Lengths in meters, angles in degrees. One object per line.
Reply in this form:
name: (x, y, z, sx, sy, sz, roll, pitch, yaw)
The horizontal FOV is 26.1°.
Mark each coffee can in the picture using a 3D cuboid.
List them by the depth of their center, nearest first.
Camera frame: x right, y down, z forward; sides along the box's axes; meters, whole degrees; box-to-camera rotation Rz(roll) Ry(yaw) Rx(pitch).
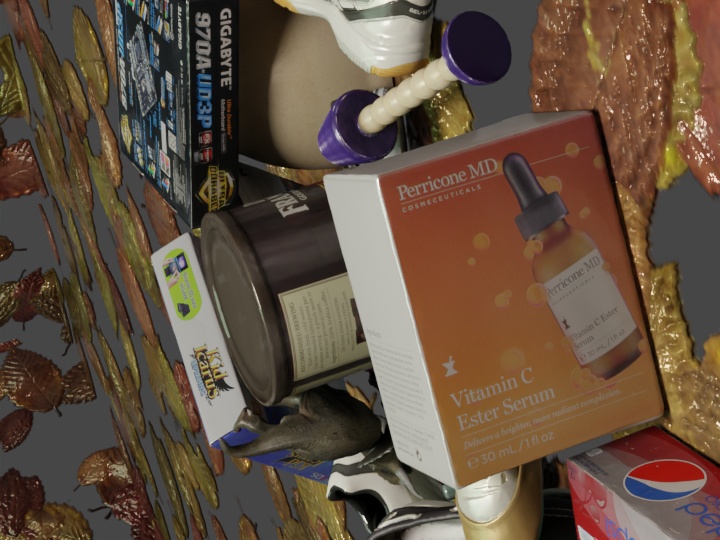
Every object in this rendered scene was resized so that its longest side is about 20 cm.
coffee can: (0.000, 0.000, 1.145, 0.146, 0.200, 0.147, 162, 90, -72)

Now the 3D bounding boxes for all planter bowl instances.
planter bowl: (-0.072, -0.171, 1.311, 0.200, 0.135, 0.200, 162, 90, -72)

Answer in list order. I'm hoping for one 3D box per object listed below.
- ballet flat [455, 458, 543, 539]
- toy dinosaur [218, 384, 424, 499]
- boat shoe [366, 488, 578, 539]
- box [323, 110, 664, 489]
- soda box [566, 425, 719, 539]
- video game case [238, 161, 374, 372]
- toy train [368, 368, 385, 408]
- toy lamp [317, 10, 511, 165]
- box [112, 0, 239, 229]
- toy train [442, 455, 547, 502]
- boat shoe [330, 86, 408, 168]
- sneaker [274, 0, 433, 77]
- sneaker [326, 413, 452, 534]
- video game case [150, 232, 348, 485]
ballet flat: (0.089, 0.115, 1.076, 0.069, 0.063, 0.200, -14, 60, 37)
toy dinosaur: (-0.027, 0.115, 1.163, 0.102, 0.200, 0.077, 10, 83, 33)
boat shoe: (0.096, 0.196, 1.112, 0.200, 0.060, 0.074, -1, 98, 31)
box: (0.083, 0.014, 0.984, 0.106, 0.152, 0.200, -167, 60, -71)
soda box: (0.201, 0.162, 0.907, 0.200, 0.070, 0.064, -143, 39, -62)
video game case: (-0.031, 0.002, 1.324, 0.036, 0.181, 0.200, -46, 54, 22)
toy train: (0.058, 0.153, 1.315, 0.200, 0.034, 0.046, 62, -177, -36)
toy lamp: (0.029, -0.121, 1.097, 0.200, 0.058, 0.058, -29, 79, 58)
box: (-0.151, -0.156, 1.255, 0.159, 0.046, 0.200, 43, 140, 48)
toy train: (0.099, 0.158, 1.215, 0.114, 0.085, 0.200, 128, 122, -84)
boat shoe: (0.008, -0.051, 1.259, 0.070, 0.066, 0.200, -83, -12, -60)
sneaker: (-0.011, -0.229, 1.169, 0.200, 0.076, 0.088, 39, 135, 32)
sneaker: (0.051, 0.209, 1.280, 0.200, 0.080, 0.074, 40, 141, -10)
video game case: (-0.078, 0.079, 1.302, 0.200, 0.045, 0.181, 29, -146, -55)
